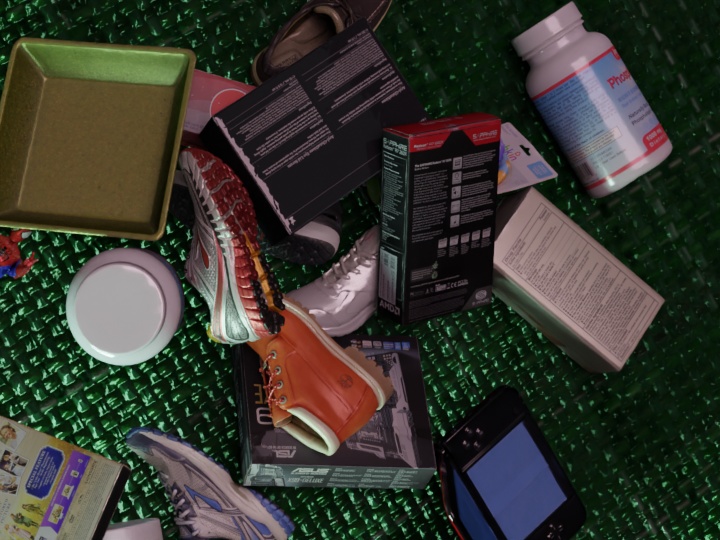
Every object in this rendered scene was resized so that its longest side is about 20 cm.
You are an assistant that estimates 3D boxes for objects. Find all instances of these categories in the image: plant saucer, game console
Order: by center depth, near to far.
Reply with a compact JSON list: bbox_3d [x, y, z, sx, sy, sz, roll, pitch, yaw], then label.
[{"bbox_3d":[-0.268,-0.127,1.633,0.197,0.048,0.203,6,75,12],"label":"plant saucer"},{"bbox_3d":[0.166,0.253,1.698,0.172,0.118,0.201,-39,114,-18],"label":"game console"}]

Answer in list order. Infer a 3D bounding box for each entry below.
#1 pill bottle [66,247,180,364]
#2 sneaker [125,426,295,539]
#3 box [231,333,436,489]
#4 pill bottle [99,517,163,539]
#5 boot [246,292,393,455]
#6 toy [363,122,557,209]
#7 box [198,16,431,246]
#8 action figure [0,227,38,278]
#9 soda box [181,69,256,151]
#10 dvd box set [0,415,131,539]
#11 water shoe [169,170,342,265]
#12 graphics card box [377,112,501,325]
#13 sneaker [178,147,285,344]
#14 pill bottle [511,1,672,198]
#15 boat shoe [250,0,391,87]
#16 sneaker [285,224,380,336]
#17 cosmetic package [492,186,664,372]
[{"bbox_3d":[-0.225,0.033,1.568,0.107,0.200,0.110,0,91,-5],"label":"pill bottle"},{"bbox_3d":[-0.163,0.234,1.648,0.199,0.077,0.086,37,79,-9],"label":"sneaker"},{"bbox_3d":[-0.030,0.143,1.679,0.197,0.050,0.159,4,55,-17],"label":"box"},{"bbox_3d":[-0.226,0.350,1.592,0.114,0.116,0.203,-8,86,-18],"label":"pill bottle"},{"bbox_3d":[-0.075,0.097,1.621,0.199,0.075,0.107,36,62,11],"label":"boot"},{"bbox_3d":[0.100,-0.120,1.750,0.198,0.115,0.048,-19,133,-16],"label":"toy"},{"bbox_3d":[-0.043,-0.141,1.659,0.199,0.079,0.142,-35,91,-20],"label":"box"},{"bbox_3d":[-0.387,0.022,1.593,0.065,0.099,0.201,42,71,-9],"label":"action figure"},{"bbox_3d":[-0.109,-0.151,1.714,0.198,0.063,0.071,15,78,-16],"label":"soda box"},{"bbox_3d":[-0.336,0.223,1.564,0.198,0.029,0.148,18,76,17],"label":"dvd box set"},{"bbox_3d":[-0.114,-0.069,1.712,0.198,0.072,0.080,22,50,-13],"label":"water shoe"},{"bbox_3d":[0.080,-0.054,1.664,0.124,0.051,0.203,-14,113,-35],"label":"graphics card box"},{"bbox_3d":[-0.144,-0.023,1.591,0.081,0.078,0.203,-20,83,22],"label":"sneaker"},{"bbox_3d":[0.252,-0.191,1.808,0.108,0.109,0.201,-33,94,-18],"label":"pill bottle"},{"bbox_3d":[-0.032,-0.261,1.750,0.073,0.065,0.200,46,72,-6],"label":"boat shoe"},{"bbox_3d":[0.000,0.000,1.707,0.198,0.078,0.100,-20,128,-26],"label":"sneaker"},{"bbox_3d":[0.220,0.013,1.785,0.200,0.087,0.104,40,75,-10],"label":"cosmetic package"}]
